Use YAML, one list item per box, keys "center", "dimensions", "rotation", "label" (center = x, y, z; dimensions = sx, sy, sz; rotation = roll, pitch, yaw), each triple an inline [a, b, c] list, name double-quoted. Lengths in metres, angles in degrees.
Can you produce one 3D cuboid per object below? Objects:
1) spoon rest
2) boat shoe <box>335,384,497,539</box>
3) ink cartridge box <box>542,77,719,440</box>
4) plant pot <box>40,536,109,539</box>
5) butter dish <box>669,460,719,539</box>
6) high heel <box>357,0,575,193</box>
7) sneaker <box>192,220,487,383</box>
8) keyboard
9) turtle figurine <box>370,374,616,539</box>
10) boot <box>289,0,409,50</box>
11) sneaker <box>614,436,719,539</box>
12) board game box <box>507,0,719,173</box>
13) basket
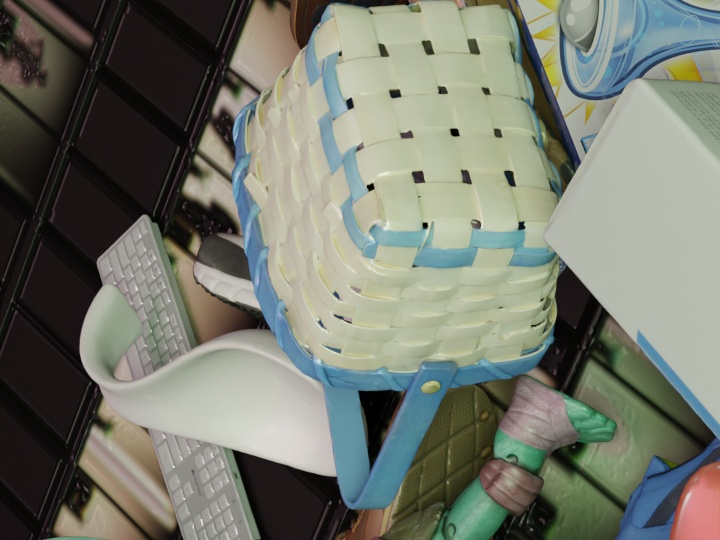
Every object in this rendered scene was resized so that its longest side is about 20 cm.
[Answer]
- center: [-0.075, 0.059, 1.512]
  dimensions: [0.200, 0.099, 0.061]
  rotation: [16, 57, 44]
  label: "spoon rest"
- center: [0.014, 0.143, 1.426]
  dimensions: [0.068, 0.072, 0.200]
  rotation: [24, 110, 44]
  label: "boat shoe"
- center: [0.196, 0.000, 1.154]
  dimensions: [0.145, 0.200, 0.085]
  rotation: [51, 127, 35]
  label: "ink cartridge box"
- center: [-0.181, 0.246, 1.548]
  dimensions: [0.161, 0.200, 0.201]
  rotation: [-16, 77, 57]
  label: "plant pot"
- center: [0.214, 0.170, 1.176]
  dimensions: [0.199, 0.148, 0.200]
  rotation: [6, 98, 6]
  label: "butter dish"
- center: [0.078, -0.123, 1.383]
  dimensions: [0.142, 0.071, 0.200]
  rotation: [22, 104, 34]
  label: "high heel"
- center: [0.000, 0.000, 1.460]
  dimensions: [0.200, 0.074, 0.080]
  rotation: [12, 83, 41]
  label: "sneaker"
- center: [-0.100, 0.070, 1.592]
  dimensions: [0.056, 0.011, 0.200]
  rotation: [-37, 63, 39]
  label: "keyboard"
- center: [0.046, 0.147, 1.328]
  dimensions: [0.200, 0.101, 0.150]
  rotation: [-62, 11, -4]
  label: "turtle figurine"
- center: [0.003, -0.208, 1.467]
  dimensions: [0.200, 0.075, 0.097]
  rotation: [-68, 30, 19]
  label: "boot"
- center: [0.137, 0.137, 1.312]
  dimensions: [0.200, 0.066, 0.078]
  rotation: [-52, 44, 31]
  label: "sneaker"
- center: [0.129, -0.137, 1.285]
  dimensions: [0.135, 0.034, 0.200]
  rotation: [-19, 69, -3]
  label: "board game box"
- center: [0.014, -0.010, 1.307]
  dimensions: [0.200, 0.139, 0.177]
  rotation: [123, 141, -52]
  label: "basket"
